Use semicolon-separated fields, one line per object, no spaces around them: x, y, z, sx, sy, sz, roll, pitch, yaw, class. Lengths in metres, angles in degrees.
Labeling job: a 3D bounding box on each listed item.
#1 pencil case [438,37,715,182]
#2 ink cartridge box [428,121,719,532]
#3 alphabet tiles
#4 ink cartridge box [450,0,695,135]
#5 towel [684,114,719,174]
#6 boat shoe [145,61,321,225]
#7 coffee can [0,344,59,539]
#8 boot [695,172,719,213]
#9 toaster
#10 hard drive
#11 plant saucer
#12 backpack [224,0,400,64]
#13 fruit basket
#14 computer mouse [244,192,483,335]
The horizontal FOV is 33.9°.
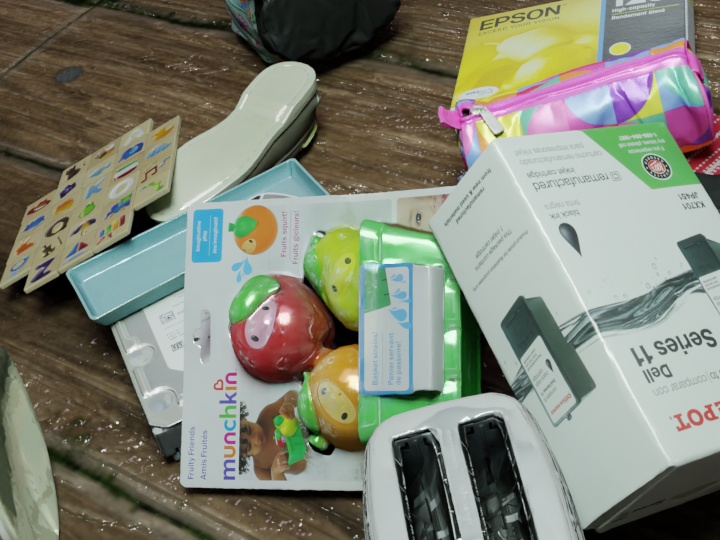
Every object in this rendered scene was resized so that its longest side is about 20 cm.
0.164;-0.111;0.889;0.197;0.089;0.089;-14;39;13;pencil case
0.149;0.025;0.660;0.145;0.083;0.202;-9;63;-34;ink cartridge box
-0.220;-0.058;0.978;0.165;0.006;0.201;-29;29;13;alphabet tiles
0.185;-0.197;1.016;0.195;0.047;0.202;-8;43;21;ink cartridge box
0.274;-0.046;0.846;0.144;0.023;0.199;-38;43;-21;towel
-0.100;-0.093;0.990;0.071;0.061;0.202;23;56;27;boat shoe
-0.303;0.138;0.720;0.197;0.148;0.147;-18;40;-4;coffee can
0.191;0.007;0.772;0.197;0.066;0.167;3;60;29;boot
0.062;0.155;0.597;0.112;0.130;0.201;-12;40;3;toaster
-0.110;0.036;0.862;0.138;0.038;0.201;-24;41;-10;hard drive
-0.120;-0.021;0.889;0.198;0.019;0.070;-27;41;-15;plant saucer
-0.069;-0.279;1.144;0.165;0.128;0.200;-18;37;-22;backpack
-0.024;0.042;0.737;0.197;0.094;0.189;-1;82;12;fruit basket
0.000;0.000;0.832;0.197;0.044;0.110;19;49;7;computer mouse
